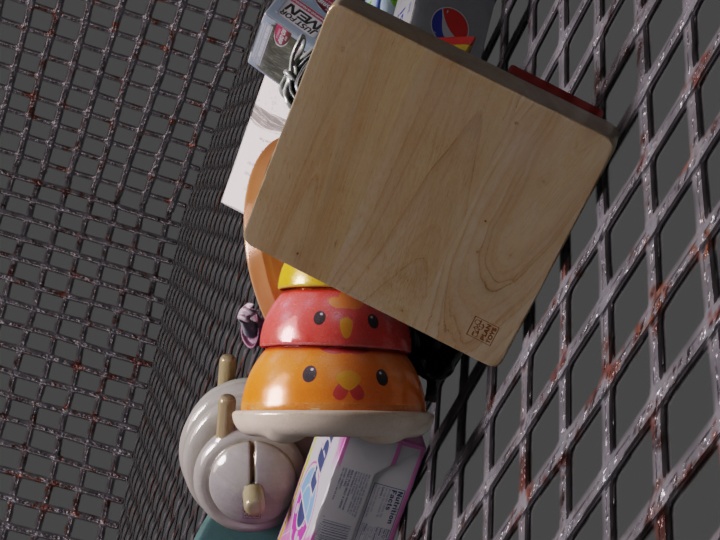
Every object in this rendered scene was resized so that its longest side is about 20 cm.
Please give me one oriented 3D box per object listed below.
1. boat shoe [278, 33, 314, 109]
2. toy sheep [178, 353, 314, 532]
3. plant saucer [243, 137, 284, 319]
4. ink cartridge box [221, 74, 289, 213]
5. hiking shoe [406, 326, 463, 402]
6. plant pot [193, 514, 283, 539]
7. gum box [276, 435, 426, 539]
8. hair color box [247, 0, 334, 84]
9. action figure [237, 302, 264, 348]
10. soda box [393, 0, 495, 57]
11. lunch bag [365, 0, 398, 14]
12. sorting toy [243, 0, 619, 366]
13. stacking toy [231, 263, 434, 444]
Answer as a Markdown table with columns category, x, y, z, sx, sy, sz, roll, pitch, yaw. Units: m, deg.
| category | x | y | z | sx | sy | sz | roll | pitch | yaw |
| --- | --- | --- | --- | --- | --- | --- | --- | --- | --- |
| boat shoe | -0.029 | -0.147 | 1.448 | 0.199 | 0.067 | 0.074 | -162 | 90 | -71 |
| toy sheep | -0.094 | 0.155 | 1.567 | 0.200 | 0.137 | 0.139 | -87 | 16 | -72 |
| plant saucer | -0.022 | -0.011 | 1.427 | 0.032 | 0.200 | 0.202 | -14 | 49 | 29 |
| ink cartridge box | -0.042 | -0.137 | 1.850 | 0.146 | 0.084 | 0.202 | 14 | -81 | -57 |
| hiking shoe | 0.075 | -0.006 | 1.317 | 0.101 | 0.075 | 0.202 | -108 | 26 | -58 |
| plant pot | -0.106 | 0.297 | 1.610 | 0.142 | 0.140 | 0.201 | 117 | 173 | -46 |
| gum box | -0.012 | 0.187 | 1.455 | 0.114 | 0.065 | 0.202 | -107 | 35 | -69 |
| hair color box | -0.017 | -0.263 | 1.644 | 0.201 | 0.060 | 0.099 | -56 | -1 | -23 |
| action figure | -0.051 | 0.088 | 1.764 | 0.150 | 0.132 | 0.201 | 90 | -178 | -46 |
| soda box | 0.052 | -0.151 | 1.453 | 0.063 | 0.068 | 0.202 | 141 | 146 | -65 |
| lunch bag | 0.014 | -0.159 | 1.591 | 0.200 | 0.082 | 0.162 | 125 | 158 | -55 |
| sorting toy | 0.048 | -0.068 | 1.209 | 0.201 | 0.197 | 0.070 | -65 | -3 | 37 |
| stacking toy | -0.020 | 0.023 | 1.309 | 0.146 | 0.144 | 0.203 | 158 | 113 | -77 |
